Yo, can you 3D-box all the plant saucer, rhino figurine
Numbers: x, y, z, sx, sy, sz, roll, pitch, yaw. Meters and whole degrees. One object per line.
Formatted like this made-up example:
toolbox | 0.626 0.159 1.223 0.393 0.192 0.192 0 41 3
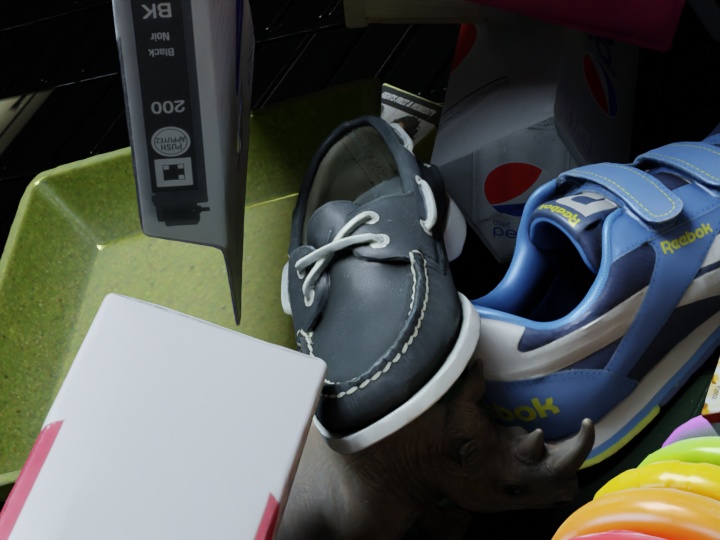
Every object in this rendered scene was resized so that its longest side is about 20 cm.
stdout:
plant saucer | -0.080 0.019 0.920 0.200 0.048 0.200 -14 43 25
rhino figurine | 0.002 0.086 0.780 0.200 0.087 0.060 -20 34 32

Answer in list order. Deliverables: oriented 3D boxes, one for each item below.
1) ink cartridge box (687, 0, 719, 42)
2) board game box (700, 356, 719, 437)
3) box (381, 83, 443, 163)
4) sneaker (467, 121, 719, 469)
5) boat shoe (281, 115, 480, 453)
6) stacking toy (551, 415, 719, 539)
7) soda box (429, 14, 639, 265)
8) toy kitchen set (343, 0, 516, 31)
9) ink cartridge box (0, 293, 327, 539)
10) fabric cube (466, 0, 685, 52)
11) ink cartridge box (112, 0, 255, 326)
ink cartridge box | 0.211 -0.147 0.902 0.116 0.067 0.200 -41 28 -1
board game box | 0.177 0.016 0.609 0.046 0.152 0.200 -15 36 38
box | -0.031 -0.002 0.990 0.200 0.050 0.075 -44 30 -9
sneaker | 0.116 -0.014 0.801 0.200 0.082 0.074 -46 26 -17
boat shoe | 0.000 0.000 0.769 0.076 0.060 0.200 -31 19 10
stacking toy | 0.118 0.087 0.652 0.110 0.116 0.200 -9 25 37
soda box | 0.088 -0.095 0.975 0.068 0.063 0.200 -23 31 28
toy kitchen set | 0.076 -0.195 1.015 0.163 0.180 0.200 0 73 2
ink cartridge box | -0.085 0.131 0.702 0.148 0.086 0.200 -72 2 -48
fabric cube | 0.063 -0.233 0.828 0.196 0.199 0.200 14 72 6
ink cartridge box | -0.071 -0.113 0.855 0.043 0.200 0.198 -2 44 1
